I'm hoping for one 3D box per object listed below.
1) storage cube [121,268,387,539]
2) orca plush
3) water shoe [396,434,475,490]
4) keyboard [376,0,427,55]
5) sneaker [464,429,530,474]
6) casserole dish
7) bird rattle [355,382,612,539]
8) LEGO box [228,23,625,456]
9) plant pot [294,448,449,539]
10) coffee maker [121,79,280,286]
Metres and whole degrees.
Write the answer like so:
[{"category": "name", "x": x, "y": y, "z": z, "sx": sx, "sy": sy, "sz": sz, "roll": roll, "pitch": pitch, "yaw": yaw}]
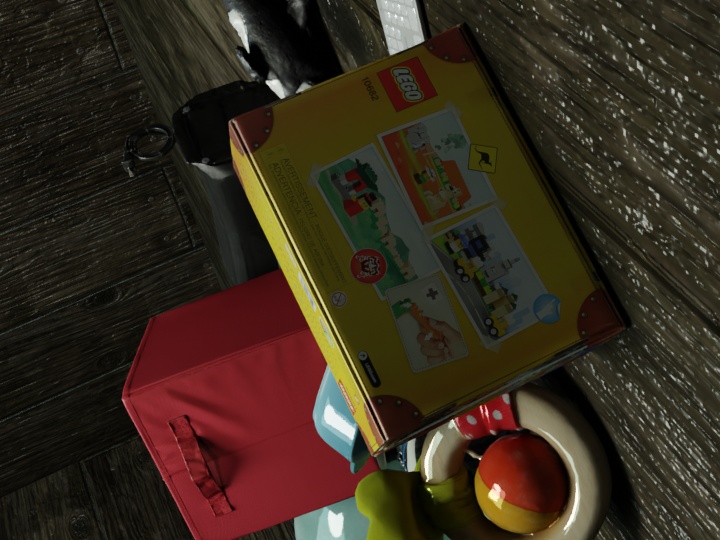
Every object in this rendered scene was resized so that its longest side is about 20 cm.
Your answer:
[{"category": "storage cube", "x": -0.090, "y": 0.117, "z": 0.928, "sx": 0.200, "sy": 0.179, "sz": 0.171, "roll": -101, "pitch": -11, "yaw": -70}, {"category": "orca plush", "x": -0.064, "y": -0.226, "z": 0.876, "sx": 0.105, "sy": 0.071, "sz": 0.200, "roll": 0, "pitch": -118, "yaw": -53}, {"category": "water shoe", "x": 0.067, "y": 0.149, "z": 0.849, "sx": 0.200, "sy": 0.071, "sz": 0.079, "roll": -90, "pitch": 11, "yaw": -55}, {"category": "keyboard", "x": 0.044, "y": -0.108, "z": 0.691, "sx": 0.056, "sy": 0.011, "sz": 0.200, "roll": 48, "pitch": 159, "yaw": 57}, {"category": "sneaker", "x": 0.076, "y": 0.063, "z": 0.782, "sx": 0.082, "sy": 0.070, "sz": 0.200, "roll": 58, "pitch": -168, "yaw": -83}, {"category": "casserole dish", "x": 0.015, "y": 0.038, "z": 0.688, "sx": 0.039, "sy": 0.200, "sz": 0.121, "roll": 20, "pitch": -177, "yaw": 12}, {"category": "bird rattle", "x": 0.092, "y": 0.125, "z": 0.682, "sx": 0.163, "sy": 0.200, "sz": 0.113, "roll": 26, "pitch": -172, "yaw": 19}, {"category": "LEGO box", "x": 0.032, "y": -0.018, "z": 0.580, "sx": 0.200, "sy": 0.149, "sz": 0.077, "roll": 64, "pitch": 169, "yaw": 12}, {"category": "plant pot", "x": 0.019, "y": 0.219, "z": 1.016, "sx": 0.200, "sy": 0.200, "sz": 0.134, "roll": -137, "pitch": 31, "yaw": -63}, {"category": "coffee maker", "x": -0.116, "y": -0.082, "z": 1.018, "sx": 0.200, "sy": 0.192, "sz": 0.135, "roll": 84, "pitch": -172, "yaw": -51}]
